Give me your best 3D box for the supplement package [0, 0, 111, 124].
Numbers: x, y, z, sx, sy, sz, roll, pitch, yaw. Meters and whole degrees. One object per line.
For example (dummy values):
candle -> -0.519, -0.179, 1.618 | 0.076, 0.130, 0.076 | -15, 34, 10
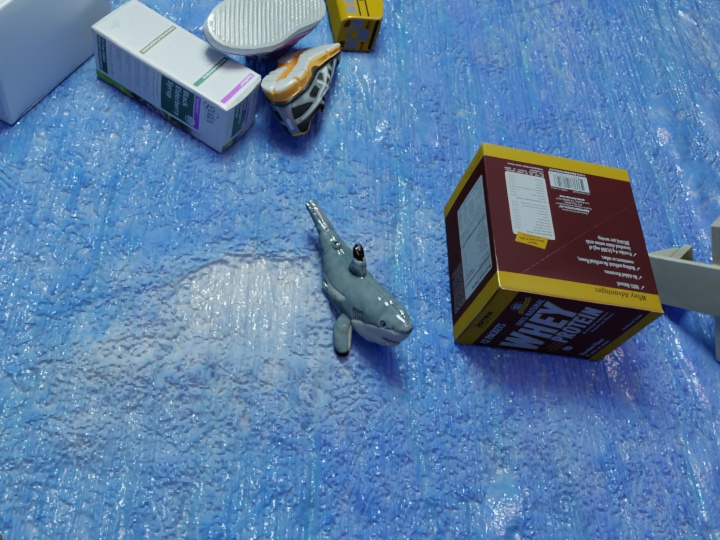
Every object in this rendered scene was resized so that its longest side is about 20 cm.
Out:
supplement package -> -0.401, -0.307, 0.787 | 0.111, 0.156, 0.200 | 28, 55, 1

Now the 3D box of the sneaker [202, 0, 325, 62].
sneaker -> -0.140, -0.303, 0.885 | 0.200, 0.114, 0.073 | -32, 94, -44

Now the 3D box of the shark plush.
shark plush -> 0.000, 0.000, 0.759 | 0.090, 0.083, 0.201 | -9, 62, -20

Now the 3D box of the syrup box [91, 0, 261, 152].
syrup box -> -0.230, -0.245, 0.845 | 0.200, 0.079, 0.082 | 33, 56, 5

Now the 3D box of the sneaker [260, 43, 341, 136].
sneaker -> -0.073, -0.250, 0.902 | 0.078, 0.077, 0.200 | -3, 34, 24

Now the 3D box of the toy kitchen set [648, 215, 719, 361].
toy kitchen set -> 0.490, -0.010, 0.870 | 0.180, 0.201, 0.163 | -36, 33, -31

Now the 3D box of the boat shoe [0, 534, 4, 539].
boat shoe -> -0.323, 0.237, 0.534 | 0.065, 0.072, 0.200 | -37, 78, -19

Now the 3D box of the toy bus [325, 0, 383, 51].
toy bus -> -0.013, -0.431, 1.031 | 0.078, 0.065, 0.201 | -3, 61, -16

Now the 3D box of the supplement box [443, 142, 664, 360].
supplement box -> 0.219, -0.019, 0.804 | 0.196, 0.133, 0.201 | 8, 58, -12
